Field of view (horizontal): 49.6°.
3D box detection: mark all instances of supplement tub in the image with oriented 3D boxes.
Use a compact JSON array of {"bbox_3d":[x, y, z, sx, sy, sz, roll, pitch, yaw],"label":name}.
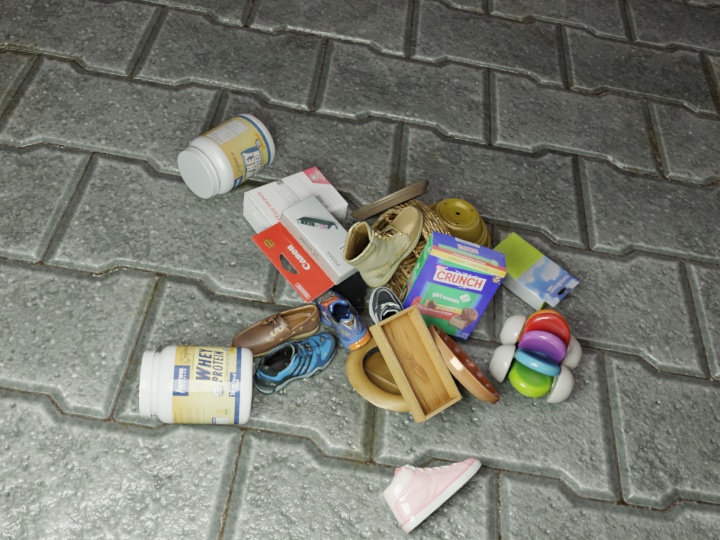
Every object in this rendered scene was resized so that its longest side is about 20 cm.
[{"bbox_3d":[-0.318,-0.271,1.854,0.145,0.145,0.200,38,54,19],"label":"supplement tub"},{"bbox_3d":[-0.304,0.213,1.455,0.199,0.145,0.145,2,50,-10],"label":"supplement tub"}]

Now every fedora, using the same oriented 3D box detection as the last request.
[{"bbox_3d":[0.066,0.220,1.565,0.200,0.082,0.201,2,44,-2],"label":"fedora"}]

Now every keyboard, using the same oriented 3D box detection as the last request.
[{"bbox_3d":[0.000,0.000,1.739,0.127,0.021,0.200,-6,60,13],"label":"keyboard"}]

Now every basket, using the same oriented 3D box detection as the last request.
[{"bbox_3d":[0.111,-0.050,1.756,0.149,0.143,0.200,-22,60,-26],"label":"basket"}]

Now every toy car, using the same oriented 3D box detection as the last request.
[{"bbox_3d":[0.378,0.166,1.629,0.175,0.150,0.200,23,50,8],"label":"toy car"}]

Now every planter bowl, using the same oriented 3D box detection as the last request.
[{"bbox_3d":[0.226,-0.113,1.874,0.200,0.084,0.201,6,50,-7],"label":"planter bowl"}]

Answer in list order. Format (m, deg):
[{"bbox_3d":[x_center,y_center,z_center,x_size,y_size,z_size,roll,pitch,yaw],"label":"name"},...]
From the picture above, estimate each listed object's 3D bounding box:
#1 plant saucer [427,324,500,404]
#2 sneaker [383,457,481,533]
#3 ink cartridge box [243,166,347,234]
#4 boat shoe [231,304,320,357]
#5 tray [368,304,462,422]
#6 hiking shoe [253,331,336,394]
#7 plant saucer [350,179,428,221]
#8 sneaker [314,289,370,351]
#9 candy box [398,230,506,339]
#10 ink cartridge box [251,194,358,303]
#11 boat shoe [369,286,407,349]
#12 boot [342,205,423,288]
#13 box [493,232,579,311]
[{"bbox_3d":[0.202,0.192,1.567,0.032,0.200,0.200,-44,63,7],"label":"plant saucer"},{"bbox_3d":[0.128,0.385,1.444,0.200,0.075,0.105,-31,68,-27],"label":"sneaker"},{"bbox_3d":[-0.154,-0.141,1.820,0.200,0.085,0.146,-23,59,-29],"label":"ink cartridge box"},{"bbox_3d":[-0.174,0.118,1.610,0.200,0.068,0.072,-19,57,-25],"label":"boat shoe"},{"bbox_3d":[0.104,0.176,1.481,0.098,0.037,0.200,-24,87,-31],"label":"tray"},{"bbox_3d":[-0.123,0.175,1.560,0.200,0.087,0.074,-31,62,-31],"label":"hiking shoe"},{"bbox_3d":[0.072,-0.161,1.832,0.200,0.200,0.030,-24,92,-28],"label":"plant saucer"},{"bbox_3d":[-0.042,0.084,1.624,0.075,0.079,0.200,-31,35,-14],"label":"sneaker"},{"bbox_3d":[0.190,0.034,1.646,0.169,0.200,0.077,17,35,-9],"label":"candy box"},{"bbox_3d":[-0.109,-0.051,1.692,0.173,0.044,0.200,-33,75,-34],"label":"ink cartridge box"},{"bbox_3d":[0.061,0.097,1.582,0.072,0.068,0.200,-2,44,-7],"label":"boat shoe"},{"bbox_3d":[0.048,-0.074,1.649,0.073,0.155,0.200,32,84,34],"label":"boot"},{"bbox_3d":[0.397,0.008,1.831,0.200,0.048,0.122,40,55,20],"label":"box"}]
